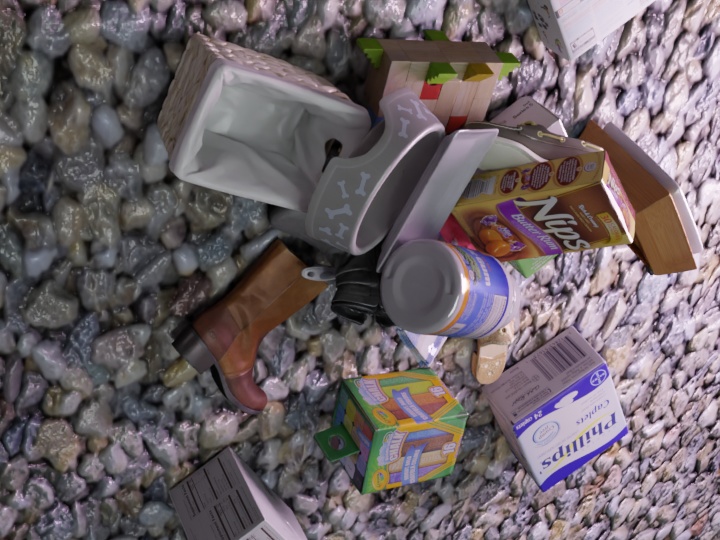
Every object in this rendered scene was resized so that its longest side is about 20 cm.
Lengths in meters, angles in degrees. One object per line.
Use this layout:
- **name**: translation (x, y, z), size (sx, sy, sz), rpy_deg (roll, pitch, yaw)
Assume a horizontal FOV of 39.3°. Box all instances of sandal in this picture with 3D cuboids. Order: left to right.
- **sandal**: translation (0.208, 0.097, 1.510), size (0.077, 0.070, 0.213), rpy_deg (-17, 127, -19)

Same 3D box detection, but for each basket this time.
- **basket**: translation (-0.112, -0.163, 1.121), size (0.199, 0.123, 0.136), rpy_deg (13, 114, -34)

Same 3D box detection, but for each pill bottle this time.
- **pill bottle**: translation (0.119, 0.027, 1.232), size (0.200, 0.112, 0.112), rpy_deg (9, 118, -57)

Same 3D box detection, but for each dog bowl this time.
- **dog bowl**: translation (0.022, -0.104, 1.131), size (0.200, 0.059, 0.200), rpy_deg (-50, 167, -16)

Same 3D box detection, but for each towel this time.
- **towel**: translation (0.089, 0.028, 1.381), size (0.147, 0.024, 0.200), rpy_deg (-57, 141, -19)

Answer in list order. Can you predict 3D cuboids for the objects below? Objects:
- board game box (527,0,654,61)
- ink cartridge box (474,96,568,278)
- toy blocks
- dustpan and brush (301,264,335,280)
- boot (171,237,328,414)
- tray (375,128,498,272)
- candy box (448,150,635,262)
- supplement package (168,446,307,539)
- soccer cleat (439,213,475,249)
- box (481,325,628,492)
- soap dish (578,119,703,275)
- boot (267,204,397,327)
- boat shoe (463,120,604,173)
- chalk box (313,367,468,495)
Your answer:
- **board game box**: translation (0.269, -0.381, 1.225), size (0.147, 0.064, 0.200), rpy_deg (-36, 133, -4)
- **ink cartridge box**: translation (0.225, -0.111, 1.368), size (0.145, 0.084, 0.200), rpy_deg (-38, 131, -1)
- **toy blocks**: translation (0.079, -0.207, 1.228), size (0.199, 0.100, 0.137), rpy_deg (-4, 133, -25)
- **dustpan and brush**: translation (0.000, 0.000, 1.334), size (0.199, 0.057, 0.140), rpy_deg (7, 117, -32)
- **boot**: translation (-0.125, 0.077, 1.334), size (0.200, 0.068, 0.188), rpy_deg (-44, 124, -6)
- **tray**: translation (0.085, -0.087, 1.191), size (0.107, 0.022, 0.201), rpy_deg (-14, 139, -57)
- **candy box**: translation (0.223, -0.074, 1.240), size (0.199, 0.057, 0.117), rpy_deg (-10, 137, 31)
- **supplement package**: translation (-0.159, 0.382, 1.442), size (0.111, 0.156, 0.200), rpy_deg (-36, 131, -4)
- **soccer cleat**: translation (0.101, -0.095, 1.310), size (0.067, 0.077, 0.200), rpy_deg (-31, 133, 19)
- **box**: translation (0.320, 0.227, 1.638), size (0.183, 0.105, 0.200), rpy_deg (-33, 132, -4)
- **soap dish**: translation (0.376, -0.097, 1.388), size (0.081, 0.200, 0.158), rpy_deg (-34, 132, 4)
- **boot**: translation (-0.025, -0.010, 1.239), size (0.199, 0.132, 0.070), rpy_deg (14, 152, -11)
- **boat shoe**: translation (0.215, -0.147, 1.248), size (0.201, 0.061, 0.072), rpy_deg (17, 155, -11)
- **chalk box**: translation (0.034, 0.233, 1.470), size (0.199, 0.125, 0.124), rpy_deg (-5, 124, -28)
